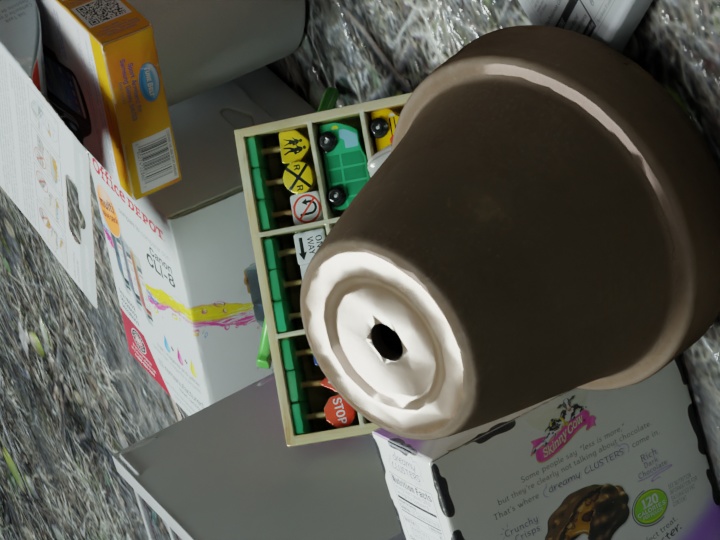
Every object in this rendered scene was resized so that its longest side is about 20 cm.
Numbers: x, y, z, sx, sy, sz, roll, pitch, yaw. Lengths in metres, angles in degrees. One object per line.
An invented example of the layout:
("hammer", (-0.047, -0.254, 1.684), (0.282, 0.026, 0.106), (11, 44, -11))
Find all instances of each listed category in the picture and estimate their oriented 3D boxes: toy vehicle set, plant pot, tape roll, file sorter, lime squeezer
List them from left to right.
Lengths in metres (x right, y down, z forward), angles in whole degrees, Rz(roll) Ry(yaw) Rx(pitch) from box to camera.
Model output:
("tape roll", (-0.144, -0.211, 1.813), (0.203, 0.139, 0.203), (51, 155, 35))
("file sorter", (-0.038, 0.176, 1.703), (0.200, 0.139, 0.125), (38, 149, 51))
("lime squeezer", (-0.037, -0.041, 1.730), (0.038, 0.200, 0.071), (5, 157, 20))
("toy vehicle set", (0.000, 0.000, 1.656), (0.027, 0.124, 0.200), (8, -109, -72))
("plant pot", (0.064, -0.004, 1.391), (0.200, 0.175, 0.200), (24, 131, 32))

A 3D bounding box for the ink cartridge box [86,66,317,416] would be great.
("ink cartridge box", (-0.087, -0.016, 1.886), (0.145, 0.145, 0.200), (43, 149, 48))

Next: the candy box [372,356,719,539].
("candy box", (0.116, 0.150, 1.529), (0.072, 0.168, 0.200), (22, 133, 60))

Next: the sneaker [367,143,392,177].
("sneaker", (0.075, -0.045, 1.540), (0.200, 0.081, 0.075), (23, 132, 60))

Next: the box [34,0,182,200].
("box", (-0.182, -0.143, 1.728), (0.200, 0.041, 0.119), (47, 153, 46))

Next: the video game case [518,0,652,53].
("video game case", (0.097, -0.208, 1.380), (0.182, 0.023, 0.200), (60, 160, 14))

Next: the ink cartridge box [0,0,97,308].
("ink cartridge box", (-0.207, -0.097, 1.734), (0.200, 0.057, 0.163), (44, 153, 27))
